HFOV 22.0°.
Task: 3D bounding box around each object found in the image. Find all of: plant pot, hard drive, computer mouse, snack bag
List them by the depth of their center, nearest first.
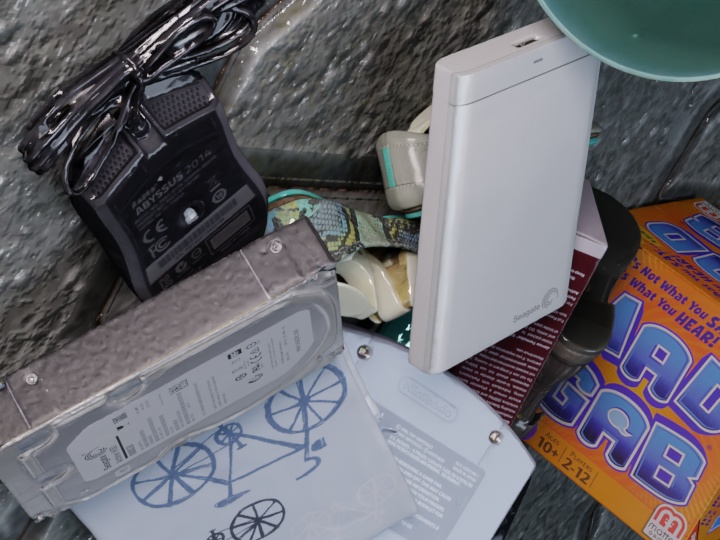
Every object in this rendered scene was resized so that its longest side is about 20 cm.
[{"bbox_3d":[-0.098,-0.056,0.908,0.138,0.053,0.200,-39,151,-17],"label":"computer mouse"},{"bbox_3d":[-0.102,0.057,0.974,0.199,0.038,0.140,-28,160,-10],"label":"hard drive"},{"bbox_3d":[0.204,-0.216,1.063,0.201,0.200,0.161,-63,164,21],"label":"plant pot"},{"bbox_3d":[0.087,-0.047,1.113,0.132,0.027,0.201,-25,133,-39],"label":"hard drive"},{"bbox_3d":[-0.065,0.133,1.125,0.188,0.021,0.200,-31,135,-4],"label":"snack bag"}]

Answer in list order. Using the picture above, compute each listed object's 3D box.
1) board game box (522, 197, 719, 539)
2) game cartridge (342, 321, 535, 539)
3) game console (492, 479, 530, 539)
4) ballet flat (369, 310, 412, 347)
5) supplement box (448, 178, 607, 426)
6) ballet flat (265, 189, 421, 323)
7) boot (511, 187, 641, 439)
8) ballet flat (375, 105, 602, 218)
[{"bbox_3d":[0.271,0.083,1.533,0.199,0.200,0.201,-10,132,-54],"label":"board game box"},{"bbox_3d":[0.015,0.118,1.210,0.200,0.040,0.134,34,90,-26],"label":"game cartridge"},{"bbox_3d":[0.100,0.295,1.613,0.200,0.119,0.173,-23,142,-47],"label":"game console"},{"bbox_3d":[0.000,0.090,1.258,0.200,0.069,0.069,-51,155,-6],"label":"ballet flat"},{"bbox_3d":[0.096,0.033,1.283,0.109,0.061,0.201,-91,-157,-64],"label":"supplement box"},{"bbox_3d":[0.000,0.000,1.120,0.200,0.074,0.074,7,117,-57],"label":"ballet flat"},{"bbox_3d":[0.132,0.046,1.391,0.174,0.069,0.200,-57,-173,44],"label":"boot"},{"bbox_3d":[0.084,-0.087,1.166,0.067,0.064,0.200,-15,-174,44],"label":"ballet flat"}]
